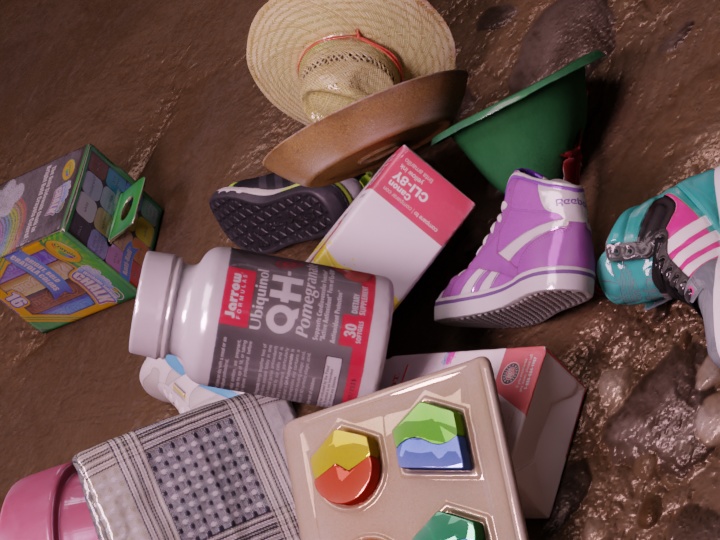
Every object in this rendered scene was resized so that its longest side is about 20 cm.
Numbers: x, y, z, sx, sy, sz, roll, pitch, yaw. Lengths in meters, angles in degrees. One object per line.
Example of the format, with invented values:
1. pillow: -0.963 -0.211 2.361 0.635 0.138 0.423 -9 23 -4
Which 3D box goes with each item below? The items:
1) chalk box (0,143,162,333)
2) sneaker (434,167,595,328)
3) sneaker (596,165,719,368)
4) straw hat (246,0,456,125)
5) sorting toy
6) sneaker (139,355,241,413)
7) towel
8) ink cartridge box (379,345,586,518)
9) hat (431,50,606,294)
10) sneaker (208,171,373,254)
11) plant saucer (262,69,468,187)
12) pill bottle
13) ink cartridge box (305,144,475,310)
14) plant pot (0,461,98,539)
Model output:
1. chalk box: -0.295 -0.039 1.957 0.199 0.124 0.125 -18 44 33
2. sneaker: 0.125 -0.018 1.488 0.200 0.072 0.116 -23 64 57
3. sneaker: 0.237 0.008 1.384 0.120 0.084 0.201 -20 36 26
4. straw hat: -0.011 -0.171 1.710 0.200 0.201 0.086 -28 34 26
5. sorting toy: 0.029 0.178 1.381 0.199 0.036 0.187 -22 69 29
6. sneaker: -0.143 0.113 1.698 0.199 0.076 0.081 0 59 48
7. towel: -0.105 0.203 1.437 0.202 0.191 0.035 67 153 11
8. ink cartridge box: 0.069 0.130 1.465 0.199 0.067 0.117 -6 54 42
9. hat: 0.166 -0.070 1.590 0.165 0.177 0.199 -26 3 46
10. sneaker: -0.061 -0.067 1.804 0.199 0.072 0.083 -1 33 45
11. plant saucer: 0.011 -0.118 1.630 0.199 0.200 0.036 -26 84 28
12. pill bottle: -0.078 0.043 1.459 0.111 0.198 0.112 -170 90 -86
13. ink cartridge box: 0.000 0.000 1.594 0.201 0.083 0.145 -52 4 -4
14. plant pot: -0.176 0.243 1.531 0.177 0.201 0.201 -19 43 13
